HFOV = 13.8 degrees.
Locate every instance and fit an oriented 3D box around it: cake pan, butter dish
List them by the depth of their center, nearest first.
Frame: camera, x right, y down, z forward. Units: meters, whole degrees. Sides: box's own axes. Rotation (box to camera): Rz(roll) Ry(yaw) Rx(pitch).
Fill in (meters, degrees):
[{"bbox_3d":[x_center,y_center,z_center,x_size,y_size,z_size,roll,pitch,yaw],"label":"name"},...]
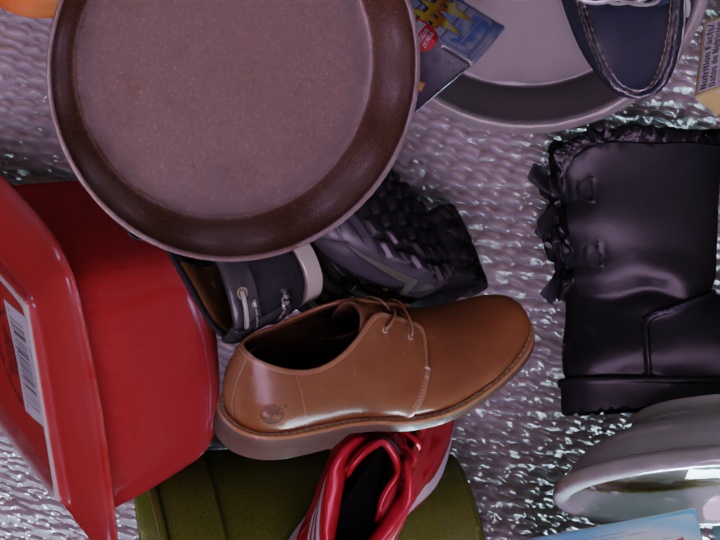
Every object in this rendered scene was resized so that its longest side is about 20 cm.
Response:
[{"bbox_3d":[0.095,-0.173,1.658,0.199,0.037,0.201,0,118,-1],"label":"cake pan"},{"bbox_3d":[-0.136,0.031,1.704,0.147,0.199,0.201,-16,118,-19],"label":"butter dish"}]

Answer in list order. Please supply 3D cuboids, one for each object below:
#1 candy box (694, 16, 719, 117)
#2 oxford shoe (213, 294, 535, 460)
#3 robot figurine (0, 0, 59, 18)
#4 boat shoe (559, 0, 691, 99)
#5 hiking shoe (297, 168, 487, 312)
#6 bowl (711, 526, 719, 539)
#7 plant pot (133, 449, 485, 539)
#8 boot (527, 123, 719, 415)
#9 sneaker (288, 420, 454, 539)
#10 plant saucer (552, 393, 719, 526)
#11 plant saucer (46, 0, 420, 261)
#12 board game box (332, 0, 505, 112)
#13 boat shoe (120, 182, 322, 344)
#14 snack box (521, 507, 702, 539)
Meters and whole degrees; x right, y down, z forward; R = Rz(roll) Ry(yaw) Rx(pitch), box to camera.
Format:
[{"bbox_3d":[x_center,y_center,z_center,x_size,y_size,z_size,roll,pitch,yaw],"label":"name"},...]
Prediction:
[{"bbox_3d":[0.295,-0.114,1.617,0.200,0.055,0.115,-18,142,42],"label":"candy box"},{"bbox_3d":[0.016,0.043,1.615,0.200,0.071,0.071,-17,133,-31],"label":"oxford shoe"},{"bbox_3d":[-0.192,-0.212,1.569,0.200,0.144,0.117,41,134,4],"label":"robot figurine"},{"bbox_3d":[0.142,-0.177,1.600,0.075,0.062,0.201,-5,119,0],"label":"boat shoe"},{"bbox_3d":[0.000,0.000,1.675,0.100,0.076,0.200,-29,160,15],"label":"hiking shoe"},{"bbox_3d":[0.316,0.162,1.806,0.200,0.105,0.201,0,119,-1],"label":"bowl"},{"bbox_3d":[-0.025,0.188,1.779,0.192,0.200,0.201,-10,119,-9],"label":"plant pot"},{"bbox_3d":[0.195,-0.002,1.705,0.198,0.073,0.163,-2,85,-3],"label":"boot"},{"bbox_3d":[0.021,0.098,1.675,0.078,0.200,0.116,21,151,-7],"label":"sneaker"},{"bbox_3d":[0.207,0.104,1.673,0.199,0.200,0.050,-2,76,0],"label":"plant saucer"},{"bbox_3d":[-0.068,-0.106,1.550,0.200,0.034,0.201,-3,100,-18],"label":"plant saucer"},{"bbox_3d":[-0.034,-0.131,1.635,0.199,0.062,0.200,-22,105,30],"label":"board game box"},{"bbox_3d":[-0.105,-0.050,1.610,0.068,0.072,0.200,-34,79,-24],"label":"boat shoe"},{"bbox_3d":[0.150,0.186,1.781,0.116,0.200,0.037,-11,74,5],"label":"snack box"}]
